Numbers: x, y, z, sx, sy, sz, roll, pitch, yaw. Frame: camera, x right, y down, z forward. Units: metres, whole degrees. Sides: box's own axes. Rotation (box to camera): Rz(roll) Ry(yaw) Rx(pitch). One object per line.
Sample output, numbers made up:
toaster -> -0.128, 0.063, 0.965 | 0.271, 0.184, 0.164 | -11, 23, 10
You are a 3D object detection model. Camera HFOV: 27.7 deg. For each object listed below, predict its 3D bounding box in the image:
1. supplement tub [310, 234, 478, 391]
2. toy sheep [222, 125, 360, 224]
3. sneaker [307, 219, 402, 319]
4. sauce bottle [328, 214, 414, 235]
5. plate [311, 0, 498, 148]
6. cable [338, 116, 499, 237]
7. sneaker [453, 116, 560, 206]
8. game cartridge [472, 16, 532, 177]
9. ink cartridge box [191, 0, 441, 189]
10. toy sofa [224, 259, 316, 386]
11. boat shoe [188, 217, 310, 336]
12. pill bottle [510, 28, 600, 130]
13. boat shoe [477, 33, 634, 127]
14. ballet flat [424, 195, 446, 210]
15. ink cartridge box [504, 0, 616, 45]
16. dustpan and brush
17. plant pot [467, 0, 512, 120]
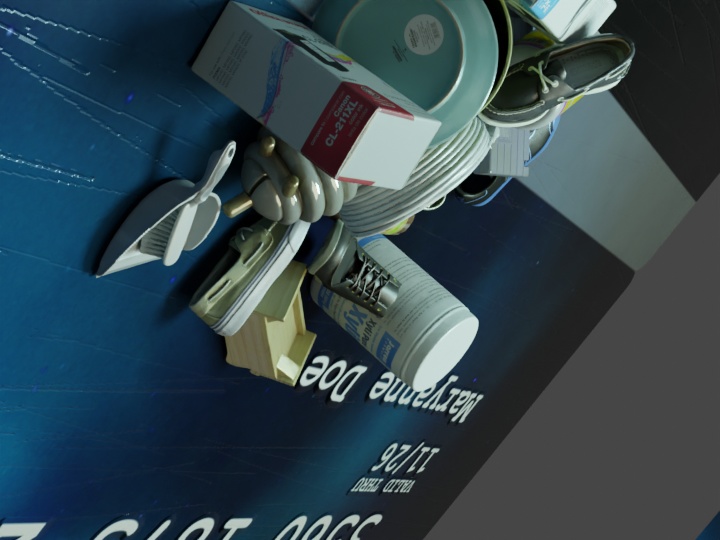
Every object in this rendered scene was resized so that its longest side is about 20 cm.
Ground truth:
supplement tub -> 0.043, 0.049, 1.935 | 0.132, 0.200, 0.132 | -39, 156, -21
toy sheep -> -0.062, -0.114, 1.575 | 0.199, 0.138, 0.138 | -26, 152, -16
sneaker -> 0.000, 0.000, 1.779 | 0.075, 0.106, 0.200 | -59, 175, -5
sauce bottle -> -0.004, -0.083, 1.812 | 0.065, 0.065, 0.200 | -56, 152, 16
plate -> 0.041, -0.221, 1.494 | 0.200, 0.200, 0.026 | -53, 172, 9
cable -> 0.055, -0.119, 1.679 | 0.199, 0.069, 0.200 | -27, -163, 23
sneaker -> 0.207, -0.172, 2.060 | 0.200, 0.070, 0.078 | -52, 165, 10
game cartridge -> 0.178, -0.220, 1.849 | 0.129, 0.038, 0.201 | -1, 94, -57
ink cartridge box -> -0.043, -0.170, 1.421 | 0.083, 0.200, 0.146 | -58, 157, 15
toy sofa -> -0.118, 0.058, 1.830 | 0.200, 0.097, 0.083 | 86, 25, -60
boat shoe -> -0.123, -0.019, 1.694 | 0.062, 0.072, 0.201 | 35, 82, -25
pill bottle -> 0.237, -0.250, 1.812 | 0.200, 0.104, 0.105 | -38, 158, -53
boat shoe -> 0.223, -0.220, 1.668 | 0.199, 0.074, 0.060 | -17, 166, -16
ballet flat -> 0.074, -0.131, 1.884 | 0.067, 0.064, 0.200 | -48, 158, -2
ink cartridge box -> 0.194, -0.339, 1.663 | 0.084, 0.145, 0.200 | -51, 158, 8
dustpan and brush -> -0.182, -0.066, 1.510 | 0.139, 0.057, 0.201 | -20, 144, -51
plant pot -> 0.085, -0.246, 1.603 | 0.187, 0.187, 0.200 | -54, 174, 13
